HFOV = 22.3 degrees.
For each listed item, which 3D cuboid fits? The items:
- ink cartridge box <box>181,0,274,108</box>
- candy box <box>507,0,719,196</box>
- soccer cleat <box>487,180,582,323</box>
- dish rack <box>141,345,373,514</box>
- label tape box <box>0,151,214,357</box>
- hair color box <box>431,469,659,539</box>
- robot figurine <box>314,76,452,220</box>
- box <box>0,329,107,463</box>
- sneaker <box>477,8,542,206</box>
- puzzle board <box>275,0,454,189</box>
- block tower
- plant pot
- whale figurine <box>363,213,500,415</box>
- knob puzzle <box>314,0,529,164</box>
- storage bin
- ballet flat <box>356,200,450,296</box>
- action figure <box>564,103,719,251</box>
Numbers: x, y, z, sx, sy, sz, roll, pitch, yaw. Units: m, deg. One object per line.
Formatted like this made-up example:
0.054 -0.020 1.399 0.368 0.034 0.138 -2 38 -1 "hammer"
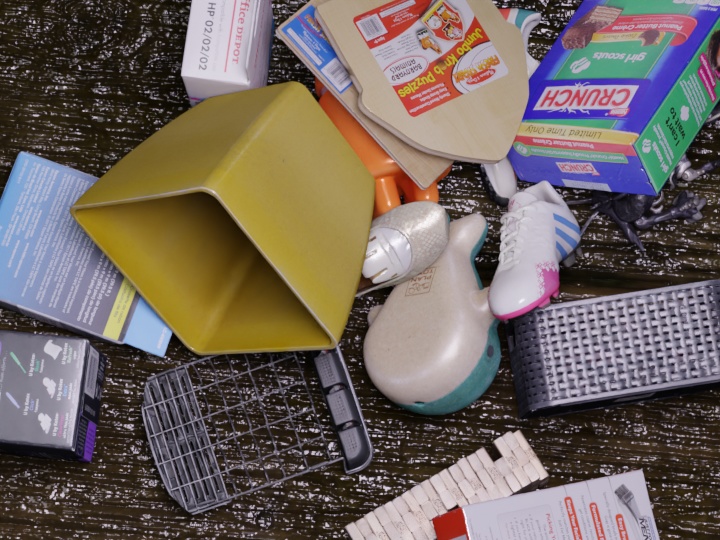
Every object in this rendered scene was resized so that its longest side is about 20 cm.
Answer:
-0.125 -0.216 1.731 0.067 0.200 0.116 7 78 1 "ink cartridge box"
0.247 -0.171 1.722 0.169 0.077 0.200 10 57 44 "candy box"
0.148 -0.020 1.668 0.070 0.200 0.087 -21 103 25 "soccer cleat"
-0.101 0.140 1.734 0.199 0.055 0.154 -19 77 -2 "dish rack"
-0.257 -0.011 1.759 0.199 0.066 0.144 20 79 0 "label tape box"
0.172 0.252 1.638 0.199 0.064 0.111 -7 77 -28 "hair color box"
0.023 -0.144 1.761 0.143 0.116 0.201 -20 76 26 "robot figurine"
-0.347 0.112 1.702 0.199 0.122 0.107 6 79 1 "box"
0.152 -0.165 1.787 0.093 0.070 0.201 -8 76 4 "sneaker"
0.034 -0.189 1.707 0.200 0.017 0.151 46 58 -1 "puzzle board"
0.077 0.222 1.713 0.199 0.054 0.058 -31 72 -7 "block tower"
-0.102 -0.057 1.660 0.200 0.199 0.177 52 53 -29 "plant pot"
0.082 0.045 1.737 0.159 0.104 0.201 -12 51 35 "whale figurine"
0.072 -0.182 1.694 0.219 0.030 0.221 10 65 -22 "knob puzzle"
0.242 0.076 1.701 0.199 0.135 0.094 -8 81 -2 "storage bin"
0.000 0.000 1.712 0.200 0.062 0.068 -29 101 31 "ballet flat"
0.296 -0.097 1.763 0.199 0.102 0.119 -27 87 21 "action figure"
